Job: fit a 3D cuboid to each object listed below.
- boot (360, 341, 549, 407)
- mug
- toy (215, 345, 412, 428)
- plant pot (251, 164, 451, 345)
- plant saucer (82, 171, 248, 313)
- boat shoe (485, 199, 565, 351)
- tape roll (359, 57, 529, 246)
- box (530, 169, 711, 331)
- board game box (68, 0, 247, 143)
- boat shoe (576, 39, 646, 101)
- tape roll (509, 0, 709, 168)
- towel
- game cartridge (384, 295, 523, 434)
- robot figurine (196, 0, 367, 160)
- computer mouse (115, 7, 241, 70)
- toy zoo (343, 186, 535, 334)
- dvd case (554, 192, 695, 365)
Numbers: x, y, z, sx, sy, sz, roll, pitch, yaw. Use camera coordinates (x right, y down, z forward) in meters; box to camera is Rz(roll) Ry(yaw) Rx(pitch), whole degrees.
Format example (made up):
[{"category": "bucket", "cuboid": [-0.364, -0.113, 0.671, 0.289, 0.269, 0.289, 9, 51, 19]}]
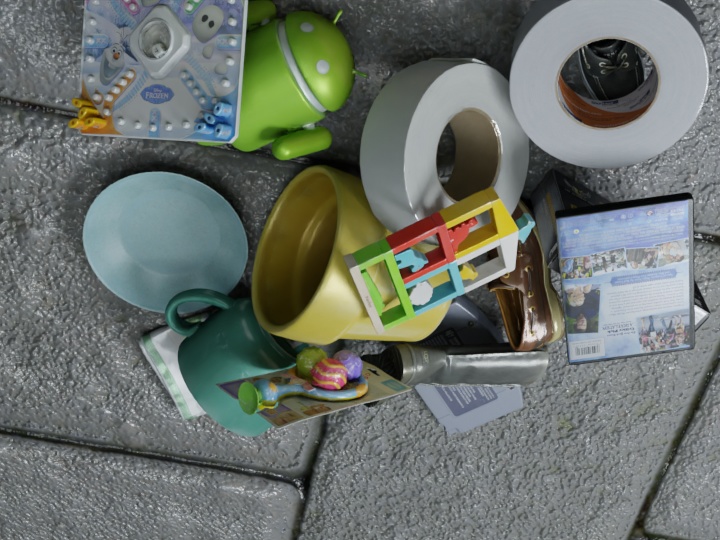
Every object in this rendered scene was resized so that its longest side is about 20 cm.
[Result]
[{"category": "boot", "cuboid": [0.111, 0.125, 1.354, 0.200, 0.073, 0.182, -5, 170, -25]}, {"category": "mug", "cuboid": [-0.139, 0.102, 1.304, 0.114, 0.152, 0.185, -39, 132, 19]}, {"category": "toy", "cuboid": [-0.048, 0.117, 1.206, 0.200, 0.115, 0.047, -13, 118, -41]}, {"category": "plant pot", "cuboid": [0.000, 0.000, 1.256, 0.189, 0.201, 0.201, 19, 122, -30]}, {"category": "plant saucer", "cuboid": [-0.236, -0.039, 1.313, 0.200, 0.039, 0.201, 0, 122, 0]}, {"category": "boat shoe", "cuboid": [0.184, 0.002, 1.280, 0.067, 0.072, 0.201, -23, 100, -27]}, {"category": "tape roll", "cuboid": [0.095, -0.126, 1.164, 0.071, 0.202, 0.203, 12, 137, 47]}, {"category": "box", "cuboid": [0.299, -0.020, 1.249, 0.200, 0.159, 0.048, 28, 120, -16]}, {"category": "board game box", "cuboid": [-0.210, -0.236, 1.098, 0.200, 0.026, 0.201, 6, 94, 25]}, {"category": "boat shoe", "cuboid": [0.265, -0.246, 1.164, 0.068, 0.057, 0.200, -20, 120, 13]}, {"category": "tape roll", "cuboid": [0.257, -0.208, 1.119, 0.200, 0.066, 0.201, 6, 127, 8]}, {"category": "towel", "cuboid": [-0.174, 0.117, 1.417, 0.200, 0.031, 0.149, -18, 121, 11]}, {"category": "game cartridge", "cuboid": [0.129, 0.122, 1.415, 0.133, 0.041, 0.200, -24, 120, 19]}, {"category": "robot figurine", "cuboid": [-0.094, -0.204, 1.160, 0.200, 0.116, 0.176, -23, 88, 15]}, {"category": "computer mouse", "cuboid": [-0.210, -0.272, 1.133, 0.200, 0.046, 0.141, -9, 83, 36]}, {"category": "toy zoo", "cuboid": [0.090, -0.014, 1.129, 0.200, 0.020, 0.131, -26, 143, -1]}, {"category": "dvd case", "cuboid": [0.290, 0.013, 1.166, 0.142, 0.018, 0.200, -8, 122, 6]}]
